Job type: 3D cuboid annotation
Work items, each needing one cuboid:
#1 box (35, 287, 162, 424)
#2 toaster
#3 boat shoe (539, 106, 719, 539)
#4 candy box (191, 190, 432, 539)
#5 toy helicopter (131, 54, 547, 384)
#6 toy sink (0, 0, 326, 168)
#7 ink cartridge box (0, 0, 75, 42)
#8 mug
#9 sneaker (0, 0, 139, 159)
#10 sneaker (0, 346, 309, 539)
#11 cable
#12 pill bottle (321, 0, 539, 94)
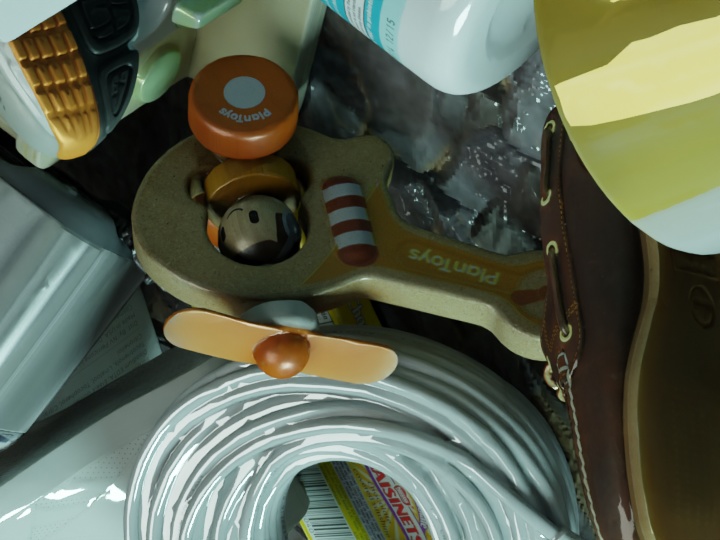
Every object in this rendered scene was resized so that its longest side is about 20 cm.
[{"bbox_3d":[-0.172,0.096,1.496,0.152,0.106,0.201,6,122,43],"label":"box"},{"bbox_3d":[-0.184,-0.006,1.332,0.200,0.114,0.129,37,95,18],"label":"toaster"},{"bbox_3d":[0.102,0.022,1.127,0.070,0.070,0.201,-15,63,39],"label":"boat shoe"},{"bbox_3d":[-0.018,0.055,1.372,0.102,0.026,0.201,-10,111,48],"label":"candy box"},{"bbox_3d":[0.000,0.000,1.231,0.199,0.133,0.079,16,141,7],"label":"toy helicopter"},{"bbox_3d":[-0.125,-0.135,1.270,0.200,0.112,0.131,37,139,19],"label":"toy sink"},{"bbox_3d":[-0.117,-0.209,1.082,0.145,0.084,0.201,-28,58,27],"label":"ink cartridge box"},{"bbox_3d":[0.151,-0.088,0.979,0.153,0.186,0.150,-14,98,41],"label":"mug"},{"bbox_3d":[-0.158,-0.123,1.173,0.092,0.075,0.201,-40,69,39],"label":"sneaker"},{"bbox_3d":[-0.122,0.124,1.376,0.116,0.199,0.074,63,180,-17],"label":"sneaker"},{"bbox_3d":[-0.001,0.117,1.303,0.200,0.069,0.200,-33,99,22],"label":"cable"},{"bbox_3d":[-0.006,-0.164,1.126,0.200,0.111,0.111,38,139,18],"label":"pill bottle"}]
